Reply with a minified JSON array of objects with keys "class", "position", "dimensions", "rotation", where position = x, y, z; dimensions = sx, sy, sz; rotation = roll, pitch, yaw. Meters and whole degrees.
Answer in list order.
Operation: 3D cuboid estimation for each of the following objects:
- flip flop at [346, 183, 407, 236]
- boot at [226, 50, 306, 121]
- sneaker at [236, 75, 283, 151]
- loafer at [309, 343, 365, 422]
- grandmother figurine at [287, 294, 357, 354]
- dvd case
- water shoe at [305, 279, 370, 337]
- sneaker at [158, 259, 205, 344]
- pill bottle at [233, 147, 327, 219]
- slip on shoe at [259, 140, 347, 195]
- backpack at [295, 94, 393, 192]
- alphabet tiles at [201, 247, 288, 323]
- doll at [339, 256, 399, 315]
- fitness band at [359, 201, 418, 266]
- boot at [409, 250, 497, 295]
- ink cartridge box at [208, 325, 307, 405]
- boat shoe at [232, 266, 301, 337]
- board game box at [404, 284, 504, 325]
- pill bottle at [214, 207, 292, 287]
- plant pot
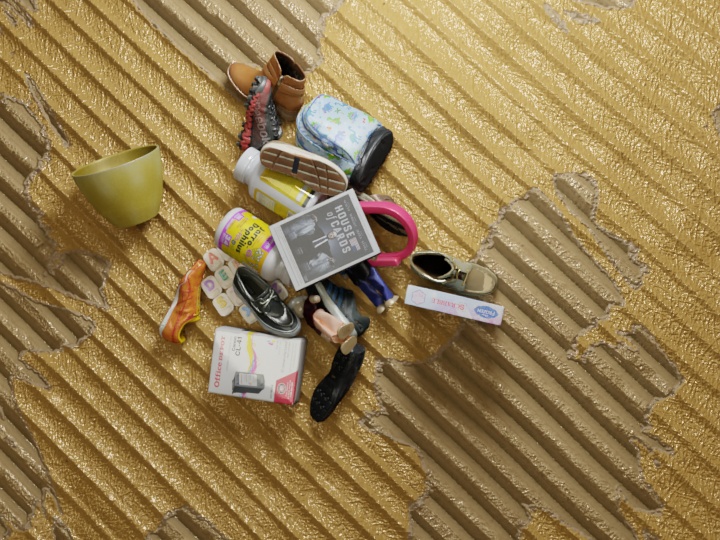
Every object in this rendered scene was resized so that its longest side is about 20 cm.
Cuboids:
[{"class":"flip flop","position":[0.043,-0.145,1.698],"dimensions":[0.199,0.081,0.058],"rotation":[36,77,11]},{"class":"boot","position":[-0.206,-0.428,1.681],"dimensions":[0.200,0.155,0.077],"rotation":[41,65,4]},{"class":"sneaker","position":[-0.212,-0.340,1.688],"dimensions":[0.097,0.202,0.071],"rotation":[15,47,-6]},{"class":"loafer","position":[-0.048,0.250,1.687],"dimensions":[0.068,0.070,0.202],"rotation":[39,109,37]},{"class":"grandmother figurine","position":[-0.091,0.104,1.657],"dimensions":[0.060,0.199,0.123],"rotation":[-23,122,-33]},{"class":"dvd case","position":[-0.075,-0.064,1.611],"dimensions":[0.198,0.025,0.152],"rotation":[-24,86,-1]},{"class":"water shoe","position":[-0.056,0.064,1.707],"dimensions":[0.078,0.072,0.201],"rotation":[-30,80,-26]},{"class":"sneaker","position":[-0.388,0.070,1.734],"dimensions":[0.076,0.073,0.202],"rotation":[24,99,-1]},{"class":"pill bottle","position":[-0.179,-0.188,1.696],"dimensions":[0.199,0.112,0.113],"rotation":[33,91,6]},{"class":"slip on shoe","position":[-0.117,-0.223,1.632],"dimensions":[0.197,0.061,0.077],"rotation":[19,121,-1]},{"class":"backpack","position":[-0.048,-0.293,1.678],"dimensions":[0.198,0.154,0.164],"rotation":[24,63,21]},{"class":"alphabet tiles","position":[-0.264,0.012,1.745],"dimensions":[0.199,0.015,0.197],"rotation":[-36,84,4]},{"class":"doll","position":[0.000,0.000,1.671],"dimensions":[0.200,0.136,0.048],"rotation":[48,53,-2]},{"class":"fitness band","position":[0.031,-0.081,1.662],"dimensions":[0.197,0.037,0.145],"rotation":[2,117,28]},{"class":"boot","position":[0.199,0.005,1.629],"dimensions":[0.197,0.155,0.073],"rotation":[17,89,6]},{"class":"ink cartridge box","position":[-0.227,0.211,1.698],"dimensions":[0.197,0.086,0.150],"rotation":[7,88,4]},{"class":"boat shoe","position":[-0.212,0.069,1.670],"dimensions":[0.199,0.071,0.072],"rotation":[37,62,18]},{"class":"board game box","position":[0.195,0.072,1.606],"dimensions":[0.197,0.200,0.042],"rotation":[13,89,7]},{"class":"pill bottle","position":[-0.216,-0.047,1.677],"dimensions":[0.199,0.104,0.105],"rotation":[32,91,13]},{"class":"plant pot","position":[-0.523,-0.180,1.707],"dimensions":[0.197,0.200,0.144],"rotation":[-14,112,5]}]
